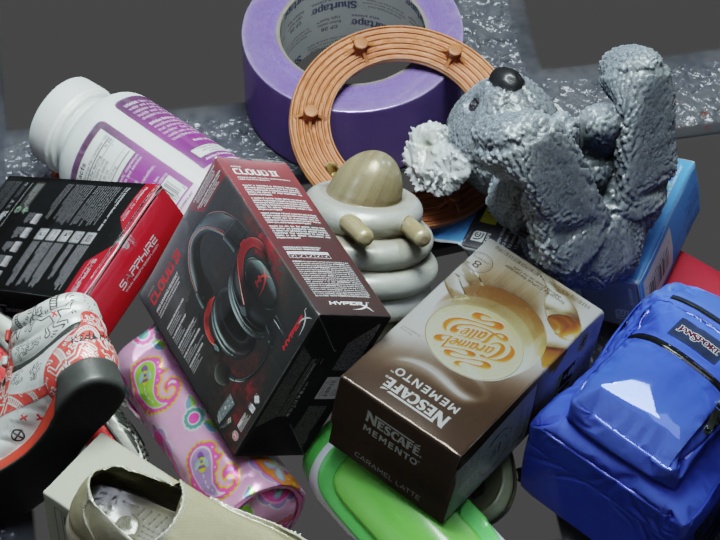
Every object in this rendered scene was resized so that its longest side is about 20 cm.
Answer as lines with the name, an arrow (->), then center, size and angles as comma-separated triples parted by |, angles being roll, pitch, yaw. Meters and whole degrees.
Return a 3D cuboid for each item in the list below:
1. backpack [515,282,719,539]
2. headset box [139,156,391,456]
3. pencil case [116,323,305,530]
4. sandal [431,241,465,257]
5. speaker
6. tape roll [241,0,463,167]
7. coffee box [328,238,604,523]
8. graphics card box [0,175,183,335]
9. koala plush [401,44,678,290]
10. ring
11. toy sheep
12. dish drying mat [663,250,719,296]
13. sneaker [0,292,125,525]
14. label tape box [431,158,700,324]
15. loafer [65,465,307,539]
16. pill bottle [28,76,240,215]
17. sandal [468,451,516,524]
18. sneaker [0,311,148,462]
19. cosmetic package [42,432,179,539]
backpack -> 0.246, 0.109, 1.660 | 0.162, 0.168, 0.200 | 38, 57, 16
headset box -> -0.082, 0.020, 1.658 | 0.075, 0.149, 0.200 | 3, 41, -41
pencil case -> -0.123, 0.129, 1.696 | 0.087, 0.088, 0.200 | -25, 55, -19
sandal -> 0.030, -0.022, 1.849 | 0.199, 0.045, 0.075 | -10, 57, -27
speaker -> 0.043, 0.194, 1.640 | 0.088, 0.089, 0.200 | -30, 57, -22
tape roll -> -0.007, -0.187, 1.950 | 0.198, 0.085, 0.201 | 1, 51, -1
coffee box -> 0.081, 0.080, 1.642 | 0.114, 0.080, 0.200 | 32, 49, 19
graphics card box -> -0.248, -0.015, 1.768 | 0.199, 0.051, 0.126 | 5, 53, 42
koala plush -> 0.137, -0.092, 1.747 | 0.177, 0.185, 0.200 | -29, 35, -25
ring -> 0.038, -0.126, 1.843 | 0.199, 0.019, 0.202 | 3, 62, -5
toy sheep -> 0.000, 0.000, 1.725 | 0.137, 0.201, 0.138 | 9, 19, -3
dish drying mat -> 0.309, 0.046, 1.803 | 0.199, 0.018, 0.077 | 33, 57, 23
sneaker -> -0.257, 0.105, 1.665 | 0.067, 0.201, 0.108 | 19, 37, -39
label tape box -> 0.171, -0.041, 1.837 | 0.199, 0.066, 0.144 | 12, 53, 26
loafer -> -0.118, 0.192, 1.521 | 0.199, 0.068, 0.076 | 15, 54, 12
pill bottle -> -0.185, -0.083, 1.848 | 0.200, 0.113, 0.112 | 34, 58, 24
sandal -> 0.073, 0.107, 1.709 | 0.080, 0.057, 0.202 | -35, 50, 23
sneaker -> -0.251, 0.115, 1.727 | 0.200, 0.077, 0.085 | 34, 78, 27
cosmetic package -> -0.135, 0.219, 1.609 | 0.199, 0.104, 0.073 | 31, 57, 21
